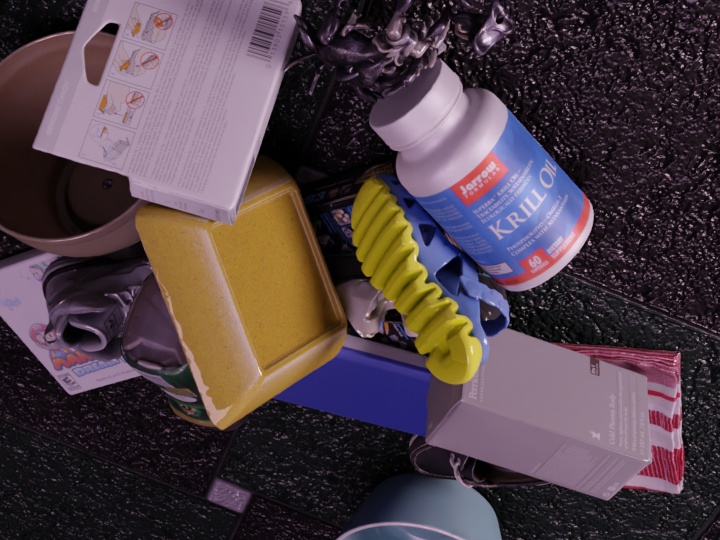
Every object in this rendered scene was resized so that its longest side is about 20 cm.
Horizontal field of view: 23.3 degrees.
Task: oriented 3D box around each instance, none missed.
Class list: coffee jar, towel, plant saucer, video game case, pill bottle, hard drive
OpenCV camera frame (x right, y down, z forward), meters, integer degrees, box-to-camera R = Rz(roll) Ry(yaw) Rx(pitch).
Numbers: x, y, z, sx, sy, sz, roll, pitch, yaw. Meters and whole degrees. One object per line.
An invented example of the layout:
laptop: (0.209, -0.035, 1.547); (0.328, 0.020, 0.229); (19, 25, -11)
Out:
coffee jar: (-0.153, 0.080, 1.655); (0.085, 0.105, 0.200); (15, 162, 17)
towel: (0.250, 0.151, 1.751); (0.143, 0.023, 0.201); (3, 134, 16)
plant saucer: (-0.088, 0.010, 1.522); (0.048, 0.200, 0.201); (-16, 99, 36)
video game case: (-0.276, 0.043, 1.814); (0.199, 0.024, 0.182); (-16, 126, 29)
pill bottle: (0.101, -0.085, 1.506); (0.112, 0.113, 0.200); (-27, 121, 36)
hard drive: (0.010, 0.112, 1.729); (0.199, 0.026, 0.132); (16, 148, -15)

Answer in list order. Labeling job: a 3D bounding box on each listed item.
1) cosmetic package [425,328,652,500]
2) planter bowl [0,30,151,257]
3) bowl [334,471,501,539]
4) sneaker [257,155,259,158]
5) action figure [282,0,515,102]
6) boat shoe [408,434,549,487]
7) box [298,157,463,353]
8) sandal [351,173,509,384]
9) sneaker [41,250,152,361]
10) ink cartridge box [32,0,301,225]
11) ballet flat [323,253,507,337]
cosmetic package: (0.166, 0.130, 1.646); (0.199, 0.107, 0.090); (19, 139, -18)
planter bowl: (-0.241, -0.096, 1.571); (0.199, 0.201, 0.135); (4, 161, 14)
bowl: (0.071, 0.292, 1.882); (0.199, 0.105, 0.201); (9, 137, 8)
sneaker: (-0.121, -0.052, 1.590); (0.074, 0.082, 0.201); (-26, 93, 29)
action figure: (0.030, -0.204, 1.426); (0.199, 0.102, 0.119); (-13, 135, 39)
boat shoe: (0.128, 0.192, 1.791); (0.199, 0.060, 0.074); (-6, 129, 34)
box: (0.000, 0.000, 1.667); (0.198, 0.050, 0.200); (-15, 126, 28)
sandal: (0.063, 0.002, 1.537); (0.079, 0.087, 0.201); (-41, 75, 50)
sneaker: (-0.214, 0.028, 1.691); (0.199, 0.115, 0.075); (-9, 125, 3)
ink cartridge box: (-0.159, -0.157, 1.464); (0.173, 0.201, 0.044); (17, 162, 3)
ballet flat: (0.034, 0.027, 1.600); (0.199, 0.069, 0.068); (4, 133, 15)
